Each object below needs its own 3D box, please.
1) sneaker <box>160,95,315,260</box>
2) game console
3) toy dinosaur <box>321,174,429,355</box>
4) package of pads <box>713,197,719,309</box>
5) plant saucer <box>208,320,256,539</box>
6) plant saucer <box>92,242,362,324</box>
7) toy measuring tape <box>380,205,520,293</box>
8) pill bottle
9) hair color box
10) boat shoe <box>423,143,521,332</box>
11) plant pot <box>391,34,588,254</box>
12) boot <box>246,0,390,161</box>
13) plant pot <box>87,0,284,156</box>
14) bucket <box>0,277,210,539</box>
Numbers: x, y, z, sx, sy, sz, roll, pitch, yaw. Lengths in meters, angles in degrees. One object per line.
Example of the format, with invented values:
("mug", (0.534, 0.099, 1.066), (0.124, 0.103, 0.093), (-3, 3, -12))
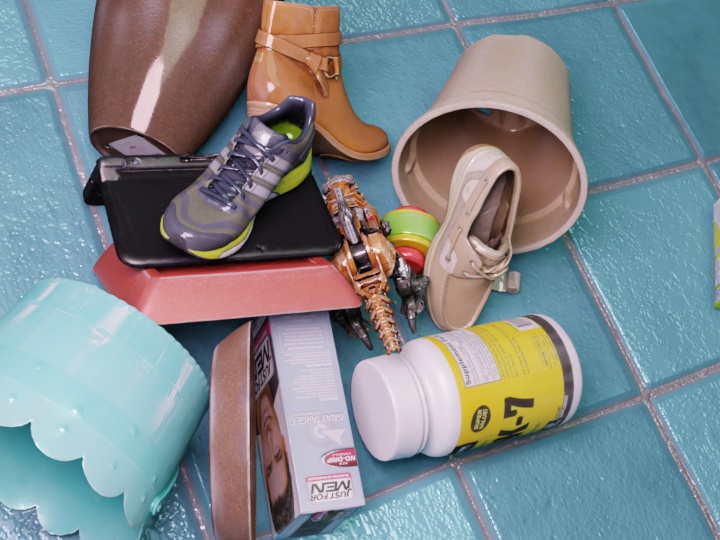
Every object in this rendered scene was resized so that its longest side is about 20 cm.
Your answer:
("sneaker", (-0.101, -0.086, 0.908), (0.074, 0.081, 0.200), (29, 47, 7))
("game console", (-0.143, -0.047, 0.989), (0.200, 0.176, 0.116), (-4, 80, -23))
("toy dinosaur", (0.000, 0.000, 1.000), (0.102, 0.136, 0.200), (-4, 49, 16))
("package of pads", (0.518, -0.008, 1.266), (0.200, 0.068, 0.155), (16, 60, -13))
("plant saucer", (-0.104, 0.142, 0.881), (0.034, 0.200, 0.200), (-1, 63, -5))
("plant saucer", (-0.125, -0.002, 0.956), (0.200, 0.200, 0.037), (-3, 105, -23))
("toy measuring tape", (0.085, -0.022, 1.109), (0.200, 0.074, 0.074), (16, 59, -12))
("pill bottle", (0.100, 0.113, 1.017), (0.200, 0.114, 0.114), (-10, 68, -25))
("hair color box", (-0.055, 0.129, 0.958), (0.061, 0.099, 0.200), (-3, 64, -21))
("boat shoe", (0.114, -0.021, 1.054), (0.072, 0.200, 0.065), (2, 24, -25))
("plant pot", (0.150, -0.152, 1.145), (0.200, 0.200, 0.184), (25, 47, -7))
("boot", (-0.032, -0.191, 1.086), (0.200, 0.074, 0.155), (-5, 102, -52))
("plant pot", (-0.189, -0.201, 1.049), (0.187, 0.187, 0.200), (18, 68, -11))
("bucket", (-0.227, 0.114, 0.846), (0.207, 0.207, 0.135), (33, 57, -1))
